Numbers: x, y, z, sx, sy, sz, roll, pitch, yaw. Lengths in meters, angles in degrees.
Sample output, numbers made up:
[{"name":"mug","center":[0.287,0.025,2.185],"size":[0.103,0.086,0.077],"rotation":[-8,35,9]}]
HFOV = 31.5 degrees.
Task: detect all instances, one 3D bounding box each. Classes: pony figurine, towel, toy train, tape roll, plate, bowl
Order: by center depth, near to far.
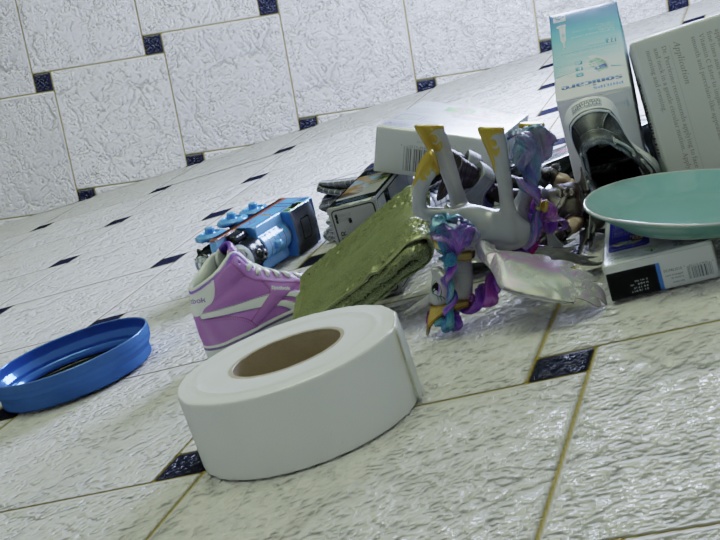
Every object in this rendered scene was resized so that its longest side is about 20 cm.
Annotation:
[{"name":"tape roll","center":[-0.051,0.100,1.085],"size":[0.201,0.071,0.203],"rotation":[-18,12,4]},{"name":"plate","center":[0.303,-0.058,1.161],"size":[0.199,0.026,0.200],"rotation":[-6,17,2]},{"name":"pony figurine","center":[0.134,-0.036,1.195],"size":[0.192,0.201,0.167],"rotation":[0,10,11]},{"name":"towel","center":[0.000,0.000,1.328],"size":[0.200,0.036,0.149],"rotation":[-41,21,21]},{"name":"bowl","center":[-0.342,0.113,1.520],"size":[0.199,0.040,0.201],"rotation":[-19,13,4]},{"name":"toy train","center":[-0.146,-0.043,1.795],"size":[0.114,0.087,0.200],"rotation":[-3,19,33]},{"name":"towel","center":[0.052,-0.116,1.803],"size":[0.199,0.086,0.165],"rotation":[-6,17,44]}]

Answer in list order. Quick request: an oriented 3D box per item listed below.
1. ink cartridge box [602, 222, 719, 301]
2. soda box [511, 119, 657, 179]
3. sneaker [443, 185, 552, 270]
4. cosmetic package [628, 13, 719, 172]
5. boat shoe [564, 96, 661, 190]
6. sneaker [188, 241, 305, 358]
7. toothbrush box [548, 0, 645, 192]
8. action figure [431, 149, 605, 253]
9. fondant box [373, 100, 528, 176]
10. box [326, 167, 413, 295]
[{"name":"ink cartridge box","center":[0.282,-0.028,1.206],"size":[0.099,0.039,0.200],"rotation":[-15,15,17]},{"name":"soda box","center":[0.272,-0.123,1.562],"size":[0.199,0.064,0.071],"rotation":[-22,13,-11]},{"name":"sneaker","center":[0.166,-0.069,1.432],"size":[0.074,0.088,0.200],"rotation":[-17,9,41]},{"name":"cosmetic package","center":[0.407,-0.193,1.374],"size":[0.199,0.166,0.165],"rotation":[-15,2,13]},{"name":"boat shoe","center":[0.268,-0.098,1.309],"size":[0.071,0.200,0.068],"rotation":[-20,55,17]},{"name":"sneaker","center":[-0.106,0.010,1.443],"size":[0.200,0.115,0.072],"rotation":[-28,14,-39]},{"name":"toothbrush box","center":[0.272,-0.191,1.454],"size":[0.085,0.147,0.201],"rotation":[-10,35,15]},{"name":"action figure","center":[0.175,-0.076,1.350],"size":[0.199,0.070,0.130],"rotation":[17,33,-13]},{"name":"fondant box","center":[0.114,-0.158,1.553],"size":[0.143,0.059,0.200],"rotation":[9,19,17]},{"name":"box","center":[0.025,-0.049,1.498],"size":[0.060,0.117,0.200],"rotation":[-12,13,17]}]
